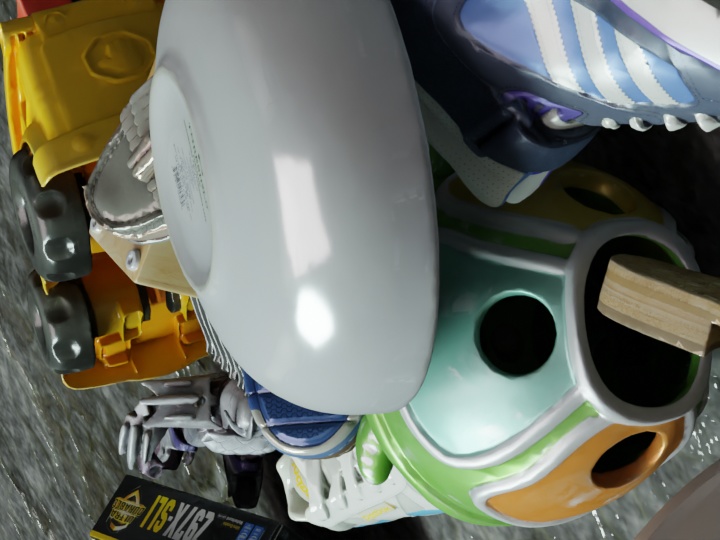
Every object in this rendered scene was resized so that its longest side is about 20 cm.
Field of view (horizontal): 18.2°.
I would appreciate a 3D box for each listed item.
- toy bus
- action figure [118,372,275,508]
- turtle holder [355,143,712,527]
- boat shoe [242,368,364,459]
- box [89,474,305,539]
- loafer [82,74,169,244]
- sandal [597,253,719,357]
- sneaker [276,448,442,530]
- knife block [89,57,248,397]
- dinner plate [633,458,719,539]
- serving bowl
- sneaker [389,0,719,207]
[{"bbox_3d":[-0.135,-0.062,1.210,0.200,0.136,0.192,95,151,-52],"label":"toy bus"},{"bbox_3d":[-0.071,0.092,1.268,0.200,0.130,0.069,140,141,-76],"label":"action figure"},{"bbox_3d":[0.077,0.009,0.903,0.141,0.186,0.132,25,161,-25],"label":"turtle holder"},{"bbox_3d":[0.000,0.000,1.000,0.072,0.200,0.072,1,151,19],"label":"boat shoe"},{"bbox_3d":[-0.048,0.188,1.301,0.160,0.049,0.200,39,164,-27],"label":"box"},{"bbox_3d":[-0.050,-0.081,0.970,0.200,0.063,0.072,-35,75,21],"label":"loafer"},{"bbox_3d":[0.181,0.011,0.766,0.212,0.078,0.070,20,102,31],"label":"sandal"},{"bbox_3d":[0.010,0.089,1.065,0.200,0.081,0.077,120,132,-74],"label":"sneaker"},{"bbox_3d":[-0.032,-0.032,1.098,0.064,0.175,0.200,41,114,52],"label":"knife block"},{"bbox_3d":[0.146,0.112,0.791,0.024,0.200,0.200,46,160,-23],"label":"dinner plate"},{"bbox_3d":[-0.036,-0.039,0.840,0.200,0.066,0.200,169,90,-74],"label":"serving bowl"},{"bbox_3d":[0.093,-0.071,0.788,0.200,0.081,0.147,25,142,12],"label":"sneaker"}]
